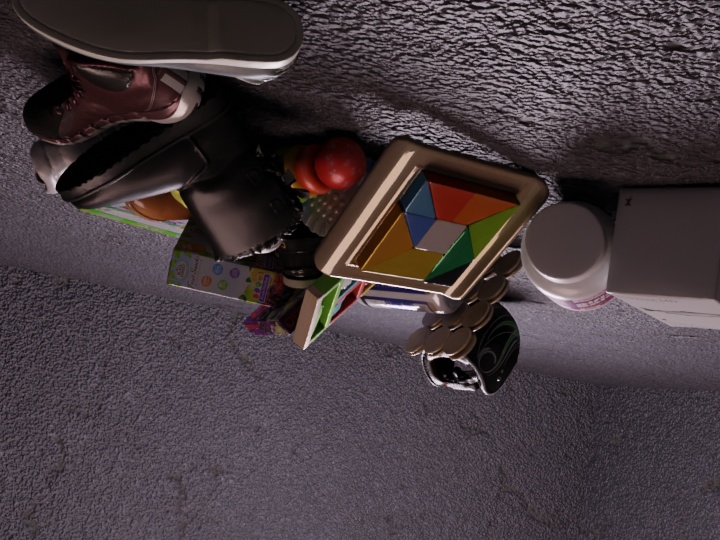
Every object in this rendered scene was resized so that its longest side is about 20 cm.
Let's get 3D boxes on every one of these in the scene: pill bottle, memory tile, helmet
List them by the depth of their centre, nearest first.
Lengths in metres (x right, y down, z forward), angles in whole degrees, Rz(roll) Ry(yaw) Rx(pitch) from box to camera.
[{"bbox_3d":[0.244,-0.017,1.039,0.112,0.113,0.200,6,175,21],"label":"pill bottle"},{"bbox_3d":[0.155,0.050,1.358,0.017,0.200,0.153,46,155,-21],"label":"memory tile"},{"bbox_3d":[0.051,0.000,1.364,0.199,0.116,0.116,5,170,29],"label":"pill bottle"},{"bbox_3d":[0.227,0.143,1.837,0.200,0.191,0.200,25,142,21],"label":"helmet"}]

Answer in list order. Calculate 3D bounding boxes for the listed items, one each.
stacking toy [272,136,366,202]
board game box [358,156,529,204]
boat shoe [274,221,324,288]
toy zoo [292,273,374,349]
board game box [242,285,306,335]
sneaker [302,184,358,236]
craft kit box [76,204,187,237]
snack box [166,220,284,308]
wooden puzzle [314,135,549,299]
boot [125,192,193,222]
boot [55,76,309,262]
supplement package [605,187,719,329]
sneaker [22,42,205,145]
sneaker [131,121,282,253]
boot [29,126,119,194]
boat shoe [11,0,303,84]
[{"bbox_3d":[-0.075,-0.105,0.993,0.085,0.086,0.200,17,162,-41],"label":"stacking toy"},{"bbox_3d":[0.090,-0.084,1.089,0.199,0.026,0.200,9,171,0],"label":"board game box"},{"bbox_3d":[-0.071,-0.037,1.131,0.073,0.063,0.201,-4,-164,-4],"label":"boat shoe"},{"bbox_3d":[0.000,0.000,1.103,0.020,0.200,0.131,41,149,13],"label":"toy zoo"},{"bbox_3d":[-0.054,0.009,1.179,0.032,0.200,0.120,51,155,-11],"label":"board game box"},{"bbox_3d":[-0.031,-0.076,1.051,0.080,0.077,0.200,24,-176,-35],"label":"sneaker"},{"bbox_3d":[-0.297,-0.092,1.387,0.200,0.049,0.197,16,166,-37],"label":"craft kit box"},{"bbox_3d":[-0.168,-0.017,1.200,0.142,0.053,0.200,11,-165,-7],"label":"snack box"},{"bbox_3d":[0.077,-0.043,0.961,0.199,0.037,0.185,13,130,-32],"label":"wooden puzzle"},{"bbox_3d":[-0.183,-0.097,1.158,0.154,0.074,0.200,3,-179,42],"label":"boot"},{"bbox_3d":[-0.162,-0.073,0.870,0.198,0.073,0.163,-30,126,5],"label":"boot"},{"bbox_3d":[0.364,-0.007,0.989,0.117,0.118,0.200,5,170,40],"label":"supplement package"},{"bbox_3d":[-0.242,-0.171,0.788,0.199,0.076,0.115,-7,159,26],"label":"sneaker"},{"bbox_3d":[-0.137,-0.099,0.929,0.200,0.076,0.105,37,130,-25],"label":"sneaker"},{"bbox_3d":[-0.295,-0.121,0.952,0.095,0.074,0.200,-24,-176,-11],"label":"boot"},{"bbox_3d":[-0.143,-0.170,0.654,0.199,0.073,0.062,6,168,-11],"label":"boat shoe"}]
